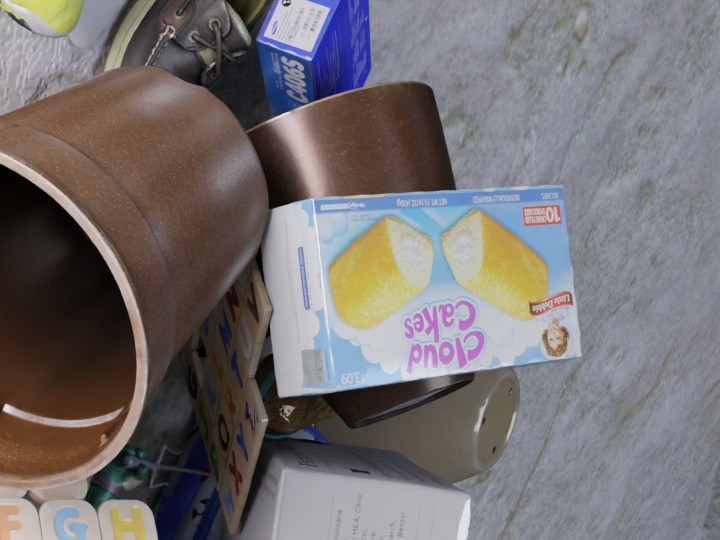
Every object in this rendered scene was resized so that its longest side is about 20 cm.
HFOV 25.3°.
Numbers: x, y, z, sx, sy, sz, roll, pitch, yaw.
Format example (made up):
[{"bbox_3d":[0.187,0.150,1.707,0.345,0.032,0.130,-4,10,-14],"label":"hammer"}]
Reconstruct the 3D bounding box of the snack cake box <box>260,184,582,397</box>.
[{"bbox_3d":[0.040,0.011,1.001,0.200,0.067,0.115,-5,86,-36],"label":"snack cake box"}]

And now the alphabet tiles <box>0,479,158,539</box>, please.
[{"bbox_3d":[-0.201,0.178,0.927,0.200,0.015,0.196,8,56,-37],"label":"alphabet tiles"}]

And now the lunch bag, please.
[{"bbox_3d":[-0.102,0.197,1.249,0.200,0.075,0.160,-66,151,-17],"label":"lunch bag"}]

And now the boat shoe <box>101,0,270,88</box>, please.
[{"bbox_3d":[-0.101,-0.163,1.045,0.201,0.066,0.072,-63,152,-22],"label":"boat shoe"}]

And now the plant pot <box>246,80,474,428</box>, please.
[{"bbox_3d":[0.000,0.000,1.110,0.187,0.187,0.201,-5,72,-63],"label":"plant pot"}]

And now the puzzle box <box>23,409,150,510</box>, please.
[{"bbox_3d":[-0.216,0.165,1.055,0.200,0.025,0.133,-68,154,-12],"label":"puzzle box"}]

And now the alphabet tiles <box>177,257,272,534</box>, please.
[{"bbox_3d":[-0.090,0.051,1.056,0.008,0.167,0.200,-6,141,-20],"label":"alphabet tiles"}]

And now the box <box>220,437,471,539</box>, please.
[{"bbox_3d":[-0.024,0.226,1.104,0.199,0.130,0.201,-172,-89,-77],"label":"box"}]

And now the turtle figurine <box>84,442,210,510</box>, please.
[{"bbox_3d":[-0.159,0.200,1.027,0.200,0.150,0.101,-8,149,-50],"label":"turtle figurine"}]

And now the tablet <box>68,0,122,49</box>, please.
[{"bbox_3d":[-0.170,-0.236,0.928,0.130,0.014,0.200,-63,152,-21],"label":"tablet"}]

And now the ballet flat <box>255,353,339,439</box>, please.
[{"bbox_3d":[-0.033,0.077,1.206,0.073,0.068,0.200,-66,161,10],"label":"ballet flat"}]

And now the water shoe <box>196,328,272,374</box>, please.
[{"bbox_3d":[-0.072,0.019,1.230,0.200,0.071,0.079,-34,100,-42],"label":"water shoe"}]

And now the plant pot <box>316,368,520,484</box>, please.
[{"bbox_3d":[0.068,0.119,1.469,0.200,0.134,0.201,-42,140,-48],"label":"plant pot"}]

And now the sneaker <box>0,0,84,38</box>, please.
[{"bbox_3d":[-0.157,-0.221,0.860,0.075,0.076,0.201,-31,133,-56],"label":"sneaker"}]

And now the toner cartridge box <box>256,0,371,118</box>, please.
[{"bbox_3d":[-0.030,-0.154,1.151,0.200,0.043,0.095,86,28,-72],"label":"toner cartridge box"}]

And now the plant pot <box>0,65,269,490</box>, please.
[{"bbox_3d":[-0.158,-0.015,0.894,0.198,0.200,0.201,-47,144,-55],"label":"plant pot"}]
